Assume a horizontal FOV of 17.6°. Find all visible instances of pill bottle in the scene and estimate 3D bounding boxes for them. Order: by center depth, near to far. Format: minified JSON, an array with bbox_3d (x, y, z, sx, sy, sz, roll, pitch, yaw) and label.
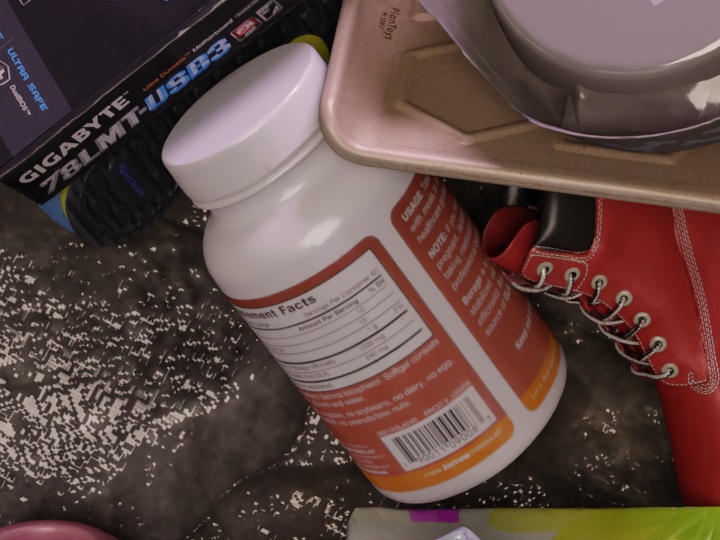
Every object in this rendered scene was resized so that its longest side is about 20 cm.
[{"bbox_3d":[0.000,0.000,1.058,0.112,0.112,0.200,-33,113,8],"label":"pill bottle"}]

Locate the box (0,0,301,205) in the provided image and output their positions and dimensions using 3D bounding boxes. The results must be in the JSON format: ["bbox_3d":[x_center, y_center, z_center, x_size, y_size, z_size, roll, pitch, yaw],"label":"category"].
[{"bbox_3d":[-0.121,-0.167,1.051,0.198,0.050,0.201,-37,64,11],"label":"box"}]

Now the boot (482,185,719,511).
[{"bbox_3d":[0.121,0.028,1.068,0.143,0.072,0.202,-8,93,-30],"label":"boot"}]

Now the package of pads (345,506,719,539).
[{"bbox_3d":[0.095,0.184,1.097,0.198,0.069,0.155,0,132,5],"label":"package of pads"}]

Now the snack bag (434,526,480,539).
[{"bbox_3d":[0.030,0.205,1.063,0.188,0.021,0.200,-24,124,27],"label":"snack bag"}]

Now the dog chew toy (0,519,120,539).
[{"bbox_3d":[-0.152,0.227,1.129,0.123,0.125,0.202,1,107,3],"label":"dog chew toy"}]

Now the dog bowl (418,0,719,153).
[{"bbox_3d":[0.121,-0.140,0.957,0.198,0.059,0.202,-6,73,21],"label":"dog bowl"}]

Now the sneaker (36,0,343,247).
[{"bbox_3d":[-0.074,-0.094,1.098,0.200,0.078,0.066,-37,128,-8],"label":"sneaker"}]

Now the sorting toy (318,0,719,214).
[{"bbox_3d":[0.088,-0.093,1.041,0.198,0.186,0.037,11,133,0],"label":"sorting toy"}]
